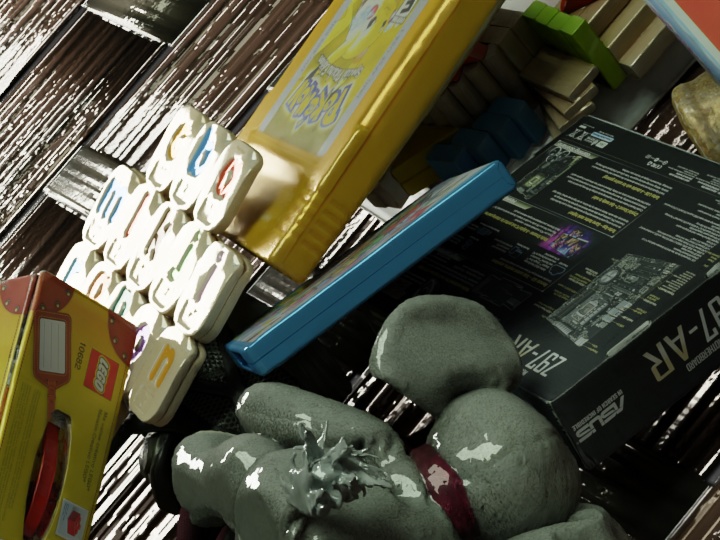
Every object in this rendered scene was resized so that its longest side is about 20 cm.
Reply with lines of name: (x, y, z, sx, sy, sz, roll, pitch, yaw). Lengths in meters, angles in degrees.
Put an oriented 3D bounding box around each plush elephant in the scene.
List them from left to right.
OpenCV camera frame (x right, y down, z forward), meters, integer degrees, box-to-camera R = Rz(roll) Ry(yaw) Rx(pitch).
plush elephant: (0.025, 0.105, 1.208, 0.155, 0.200, 0.165, -12, 67, -23)

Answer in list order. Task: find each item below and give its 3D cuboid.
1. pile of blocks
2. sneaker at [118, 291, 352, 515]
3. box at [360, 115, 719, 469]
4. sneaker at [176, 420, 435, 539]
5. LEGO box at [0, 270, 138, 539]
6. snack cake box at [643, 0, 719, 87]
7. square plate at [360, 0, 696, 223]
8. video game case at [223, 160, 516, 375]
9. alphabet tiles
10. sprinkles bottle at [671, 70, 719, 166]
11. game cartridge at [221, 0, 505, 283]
pile of blocks: (0.074, -0.101, 1.456, 0.200, 0.062, 0.082, -35, 36, 11)
sneaker: (-0.102, 0.058, 1.496, 0.114, 0.076, 0.199, -45, 41, -14)
box: (0.109, 0.005, 1.334, 0.160, 0.044, 0.200, -38, 28, -14)
sneaker: (-0.011, 0.114, 1.320, 0.200, 0.116, 0.076, -45, 36, -2)
LEGO box: (-0.210, 0.112, 1.420, 0.149, 0.077, 0.200, -9, 59, 40)
snack cake box: (0.218, -0.111, 1.276, 0.115, 0.067, 0.200, -40, 80, 4)
square plate: (0.077, -0.101, 1.530, 0.200, 0.028, 0.198, -47, 37, -5)
video game case: (0.000, 0.000, 1.324, 0.143, 0.018, 0.200, -36, 3, -5)
alphabet tiles: (-0.116, 0.011, 1.476, 0.196, 0.015, 0.200, -62, 27, 4)
sprinkles bottle: (0.250, -0.113, 1.346, 0.200, 0.068, 0.068, -33, 37, 14)
game cartridge: (-0.007, -0.094, 1.464, 0.200, 0.032, 0.176, -54, 19, -3)
